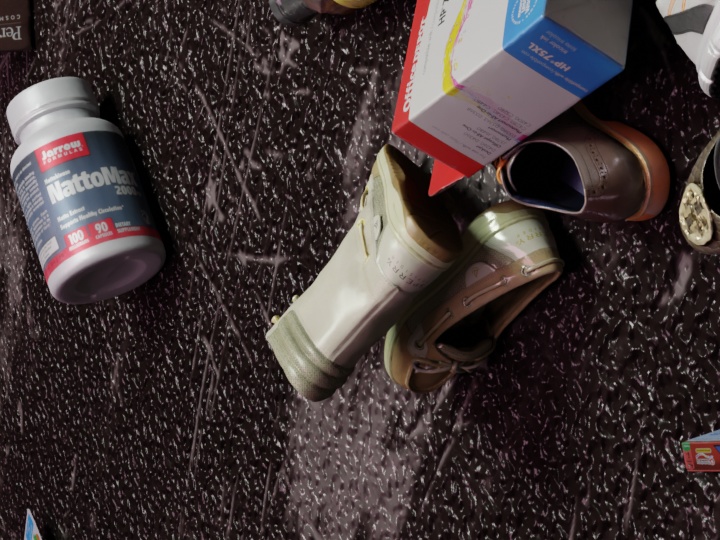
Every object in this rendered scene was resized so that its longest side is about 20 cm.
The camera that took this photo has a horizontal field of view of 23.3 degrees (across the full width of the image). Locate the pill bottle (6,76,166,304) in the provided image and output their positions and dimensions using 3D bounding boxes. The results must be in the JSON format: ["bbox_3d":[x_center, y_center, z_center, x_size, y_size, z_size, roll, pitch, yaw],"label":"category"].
[{"bbox_3d":[-0.276,-0.081,1.713,0.120,0.119,0.202,-46,61,52],"label":"pill bottle"}]

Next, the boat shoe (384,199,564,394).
[{"bbox_3d":[0.079,0.034,1.240,0.201,0.073,0.064,-54,50,40],"label":"boat shoe"}]

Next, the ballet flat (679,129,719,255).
[{"bbox_3d":[0.233,-0.073,0.988,0.200,0.046,0.068,-50,58,50],"label":"ballet flat"}]

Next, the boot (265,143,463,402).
[{"bbox_3d":[0.000,0.000,1.237,0.155,0.072,0.200,-50,14,14],"label":"boot"}]

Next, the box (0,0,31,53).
[{"bbox_3d":[-0.463,-0.341,1.886,0.164,0.165,0.202,24,119,51],"label":"box"}]

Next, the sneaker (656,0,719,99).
[{"bbox_3d":[0.216,-0.192,0.956,0.080,0.073,0.201,57,141,34],"label":"sneaker"}]

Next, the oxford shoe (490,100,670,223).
[{"bbox_3d":[0.112,-0.084,1.149,0.199,0.072,0.072,29,123,51],"label":"oxford shoe"}]

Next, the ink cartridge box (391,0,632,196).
[{"bbox_3d":[0.086,-0.142,1.115,0.200,0.067,0.117,-34,36,48],"label":"ink cartridge box"}]

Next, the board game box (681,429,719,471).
[{"bbox_3d":[0.274,0.085,0.919,0.199,0.102,0.020,-11,93,58],"label":"board game box"}]

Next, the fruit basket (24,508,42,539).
[{"bbox_3d":[-0.374,0.412,2.038,0.200,0.093,0.187,46,135,45],"label":"fruit basket"}]

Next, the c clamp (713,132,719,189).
[{"bbox_3d":[0.276,-0.027,0.919,0.200,0.027,0.171,47,150,15],"label":"c clamp"}]

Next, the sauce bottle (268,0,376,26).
[{"bbox_3d":[-0.006,-0.226,1.300,0.199,0.066,0.067,-19,83,56],"label":"sauce bottle"}]
